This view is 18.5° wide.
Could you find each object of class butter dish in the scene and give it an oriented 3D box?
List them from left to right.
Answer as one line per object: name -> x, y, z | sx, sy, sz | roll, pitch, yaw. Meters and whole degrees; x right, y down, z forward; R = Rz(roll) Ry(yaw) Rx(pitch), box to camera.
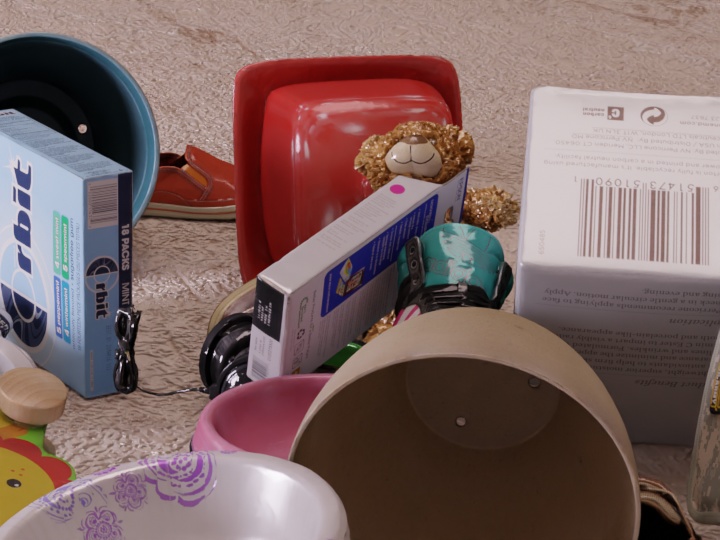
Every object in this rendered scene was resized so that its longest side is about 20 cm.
butter dish -> 0.006, -0.073, 1.800 | 0.199, 0.201, 0.148 | -3, 8, -16

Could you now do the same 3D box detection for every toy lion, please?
toy lion -> -0.267, 0.126, 1.394 | 0.199, 0.069, 0.192 | 13, 27, -7

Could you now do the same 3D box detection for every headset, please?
headset -> -0.077, 0.063, 1.581 | 0.199, 0.094, 0.124 | -3, 19, -14

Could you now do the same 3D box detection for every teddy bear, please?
teddy bear -> 0.045, -0.025, 1.666 | 0.145, 0.201, 0.067 | 5, -16, 30

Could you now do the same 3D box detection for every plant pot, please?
plant pot -> -0.287, -0.103, 1.931 | 0.199, 0.201, 0.188 | -2, 4, -13
plant pot -> 0.064, 0.099, 1.290 | 0.200, 0.201, 0.135 | 4, 30, 6

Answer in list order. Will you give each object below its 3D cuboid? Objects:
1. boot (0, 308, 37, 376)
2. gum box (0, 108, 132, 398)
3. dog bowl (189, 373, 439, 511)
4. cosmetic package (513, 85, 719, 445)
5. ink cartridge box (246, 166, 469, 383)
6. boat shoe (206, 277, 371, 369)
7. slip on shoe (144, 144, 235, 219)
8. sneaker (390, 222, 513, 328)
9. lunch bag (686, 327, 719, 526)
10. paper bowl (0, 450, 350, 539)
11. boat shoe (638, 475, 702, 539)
boot -> -0.287, 0.050, 1.627 | 0.200, 0.074, 0.095 | 15, 29, 35
gum box -> -0.238, -0.017, 1.683 | 0.044, 0.170, 0.200 | -11, 23, -32
dog bowl -> -0.021, 0.128, 1.429 | 0.199, 0.074, 0.200 | 1, 19, 0
cosmetic package -> 0.191, 0.000, 1.553 | 0.164, 0.200, 0.165 | 4, 52, 3
ink cartridge box -> 0.000, 0.000, 1.541 | 0.037, 0.095, 0.200 | 33, 47, 27
boat shoe -> -0.023, 0.041, 1.697 | 0.200, 0.072, 0.072 | -5, 17, -38
slip on shoe -> -0.151, -0.085, 2.068 | 0.199, 0.061, 0.074 | 3, 17, -3
sneaker -> 0.066, 0.023, 1.493 | 0.083, 0.121, 0.200 | 17, -17, -9
lunch bag -> 0.271, 0.085, 1.354 | 0.117, 0.165, 0.200 | 11, -5, 24
paper bowl -> -0.099, 0.185, 1.172 | 0.200, 0.105, 0.201 | -8, 24, 4
boat shoe -> 0.176, 0.165, 1.344 | 0.075, 0.072, 0.200 | 3, 19, 2
